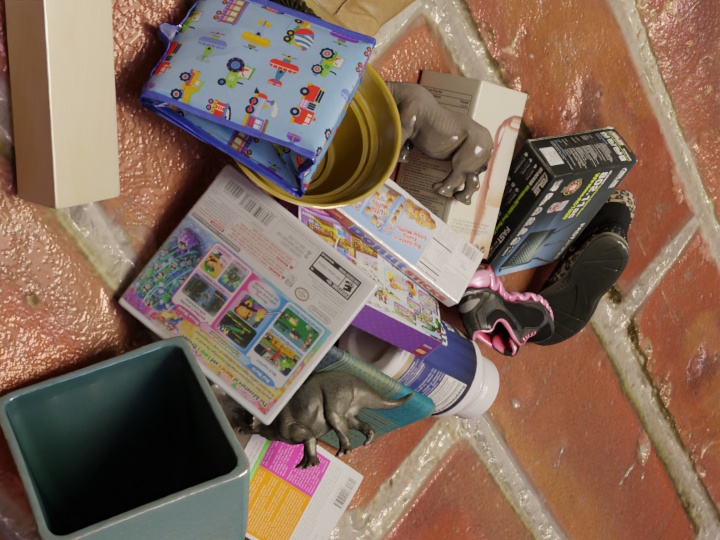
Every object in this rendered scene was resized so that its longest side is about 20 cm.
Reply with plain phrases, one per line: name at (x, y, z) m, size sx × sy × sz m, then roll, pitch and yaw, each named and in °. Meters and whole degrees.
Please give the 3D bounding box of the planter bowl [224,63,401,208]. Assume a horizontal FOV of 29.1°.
planter bowl at (-0.064, -0.141, 1.446) m, size 0.200 × 0.083 × 0.201 m, roll 8°, pitch 66°, yaw -19°

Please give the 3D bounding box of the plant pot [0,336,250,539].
plant pot at (-0.220, 0.223, 1.354) m, size 0.196 × 0.196 × 0.200 m, roll -19°, pitch 135°, yaw -16°

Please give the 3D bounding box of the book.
book at (-0.091, 0.252, 1.593) m, size 0.200 × 0.048 × 0.134 m, roll 42°, pitch 75°, yaw -43°

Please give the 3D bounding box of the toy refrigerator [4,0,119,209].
toy refrigerator at (-0.278, -0.165, 1.288) m, size 0.076 × 0.070 × 0.201 m, roll -18°, pitch 115°, yaw -44°

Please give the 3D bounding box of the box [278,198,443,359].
box at (0.000, 0.000, 1.515) m, size 0.200 × 0.039 × 0.137 m, roll 28°, pitch 39°, yaw -28°

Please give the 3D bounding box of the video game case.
video game case at (-0.114, 0.024, 1.404) m, size 0.182 × 0.200 × 0.024 m, roll -51°, pitch 175°, yaw 1°

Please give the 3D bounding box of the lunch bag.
lunch bag at (-0.109, -0.191, 1.356) m, size 0.200 × 0.094 × 0.151 m, roll 26°, pitch 65°, yaw -1°

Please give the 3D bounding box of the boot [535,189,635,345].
boot at (0.291, -0.004, 1.821) m, size 0.204 × 0.073 × 0.154 m, roll -53°, pitch -174°, yaw 36°

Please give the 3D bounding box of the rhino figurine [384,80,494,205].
rhino figurine at (0.057, -0.159, 1.533) m, size 0.088 × 0.200 × 0.060 m, roll -58°, pitch 175°, yaw 13°

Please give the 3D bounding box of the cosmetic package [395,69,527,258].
cosmetic package at (0.111, -0.124, 1.619) m, size 0.087 × 0.103 × 0.201 m, roll 7°, pitch 100°, yaw -43°

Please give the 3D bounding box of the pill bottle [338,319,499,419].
pill bottle at (0.076, 0.110, 1.652) m, size 0.200 × 0.111 × 0.111 m, roll 29°, pitch 84°, yaw -43°

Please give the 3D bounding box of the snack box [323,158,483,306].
snack box at (0.043, -0.047, 1.525) m, size 0.200 × 0.024 × 0.072 m, roll 38°, pitch 64°, yaw -15°

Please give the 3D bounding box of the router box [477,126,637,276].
router box at (0.223, -0.080, 1.686) m, size 0.150 × 0.062 × 0.200 m, roll -14°, pitch 150°, yaw -38°

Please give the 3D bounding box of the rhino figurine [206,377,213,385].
rhino figurine at (-0.150, 0.068, 1.466) m, size 0.200 × 0.060 × 0.087 m, roll -53°, pitch 127°, yaw -14°

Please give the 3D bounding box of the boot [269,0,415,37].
boot at (-0.019, -0.325, 1.466) m, size 0.175 × 0.066 × 0.200 m, roll 45°, pitch 55°, yaw -12°

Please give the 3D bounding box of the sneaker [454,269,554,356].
sneaker at (0.180, 0.070, 1.712) m, size 0.079 × 0.096 × 0.200 m, roll -34°, pitch 146°, yaw 27°

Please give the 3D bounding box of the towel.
towel at (-0.027, 0.143, 1.566) m, size 0.200 × 0.146 × 0.022 m, roll 34°, pitch 41°, yaw -41°

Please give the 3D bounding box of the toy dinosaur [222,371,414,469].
toy dinosaur at (-0.041, 0.151, 1.485) m, size 0.200 × 0.077 × 0.103 m, roll -20°, pitch 86°, yaw 2°
